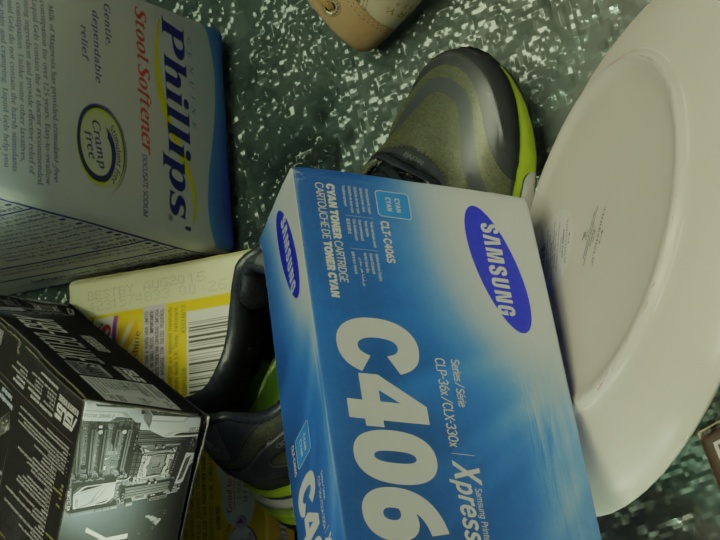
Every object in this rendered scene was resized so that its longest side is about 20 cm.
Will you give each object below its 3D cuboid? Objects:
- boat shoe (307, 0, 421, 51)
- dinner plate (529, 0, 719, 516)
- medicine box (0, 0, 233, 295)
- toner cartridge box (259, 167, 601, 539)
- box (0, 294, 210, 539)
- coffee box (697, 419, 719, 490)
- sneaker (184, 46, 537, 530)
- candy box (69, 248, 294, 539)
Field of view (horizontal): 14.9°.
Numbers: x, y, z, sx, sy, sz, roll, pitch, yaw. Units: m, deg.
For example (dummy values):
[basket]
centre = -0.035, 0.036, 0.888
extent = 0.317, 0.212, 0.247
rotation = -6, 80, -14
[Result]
[boat shoe]
centre = -0.051, -0.174, 1.120
extent = 0.200, 0.071, 0.065
rotation = 46, 116, 7
[dinner plate]
centre = 0.092, -0.012, 0.981
extent = 0.200, 0.024, 0.200
rotation = -165, 90, -73
[medicine box]
centre = -0.181, -0.055, 1.126
extent = 0.182, 0.200, 0.103
rotation = -10, 77, 30
[toner cartridge box]
centre = 0.024, 0.054, 0.951
extent = 0.043, 0.095, 0.200
rotation = 116, 154, -43
[box]
centre = -0.126, 0.105, 1.075
extent = 0.200, 0.050, 0.158
rotation = -153, 73, -66
[coffee box]
centre = 0.201, 0.132, 0.900
extent = 0.080, 0.114, 0.200
rotation = -30, 64, 23
[sneaker]
centre = 0.000, 0.000, 1.059
extent = 0.074, 0.081, 0.200
rotation = 19, 80, 44
[candy box]
centre = -0.074, 0.096, 1.130
extent = 0.102, 0.026, 0.200
rotation = -10, 74, 33
